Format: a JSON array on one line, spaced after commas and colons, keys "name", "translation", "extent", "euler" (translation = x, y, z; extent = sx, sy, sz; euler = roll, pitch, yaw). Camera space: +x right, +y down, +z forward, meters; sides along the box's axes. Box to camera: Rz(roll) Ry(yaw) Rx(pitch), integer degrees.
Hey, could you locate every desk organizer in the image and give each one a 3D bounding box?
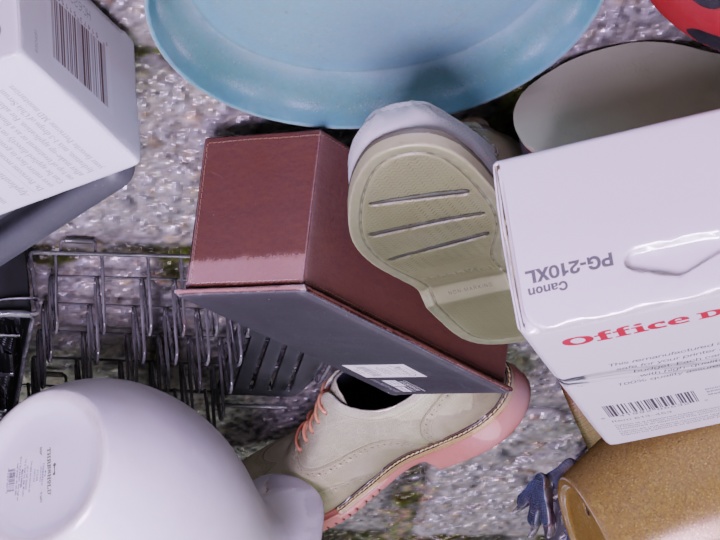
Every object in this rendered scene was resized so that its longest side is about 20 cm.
[{"name": "desk organizer", "translation": [0.000, 0.000, 1.303], "extent": [0.072, 0.077, 0.200], "euler": [-2, 163, 31]}]

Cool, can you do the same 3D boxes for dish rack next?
[{"name": "dish rack", "translation": [-0.106, 0.043, 1.380], "extent": [0.199, 0.055, 0.154], "euler": [1, 148, -13]}]

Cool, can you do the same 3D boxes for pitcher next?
[{"name": "pitcher", "translation": [-0.099, 0.152, 1.346], "extent": [0.121, 0.172, 0.200], "euler": [-20, 148, 25]}]

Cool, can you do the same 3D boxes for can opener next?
[{"name": "can opener", "translation": [-0.188, -0.004, 1.276], "extent": [0.200, 0.067, 0.053], "euler": [-29, 142, 33]}]

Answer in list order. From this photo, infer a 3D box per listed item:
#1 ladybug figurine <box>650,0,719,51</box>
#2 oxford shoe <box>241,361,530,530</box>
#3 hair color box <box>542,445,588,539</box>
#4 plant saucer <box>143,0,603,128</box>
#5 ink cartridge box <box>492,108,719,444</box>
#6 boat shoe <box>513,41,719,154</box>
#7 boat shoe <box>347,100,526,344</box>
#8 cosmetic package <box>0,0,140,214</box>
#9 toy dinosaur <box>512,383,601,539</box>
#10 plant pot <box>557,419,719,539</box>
[{"name": "ladybug figurine", "translation": [0.174, -0.152, 1.102], "extent": [0.135, 0.072, 0.200], "euler": [-2, 148, -8]}, {"name": "oxford shoe", "translation": [-0.009, 0.083, 1.462], "extent": [0.200, 0.071, 0.074], "euler": [-29, 128, 21]}, {"name": "hair color box", "translation": [0.219, 0.146, 1.595], "extent": [0.199, 0.065, 0.109], "euler": [6, 147, -16]}, {"name": "plant saucer", "translation": [0.007, -0.129, 1.152], "extent": [0.200, 0.027, 0.200], "euler": [-5, 149, -3]}, {"name": "ink cartridge box", "translation": [0.153, 0.004, 1.204], "extent": [0.144, 0.085, 0.200], "euler": [-13, 160, 12]}, {"name": "boat shoe", "translation": [0.169, -0.067, 1.244], "extent": [0.199, 0.071, 0.063], "euler": [-9, 151, -5]}, {"name": "boat shoe", "translation": [0.040, -0.034, 1.240], "extent": [0.075, 0.069, 0.200], "euler": [-8, 154, 13]}, {"name": "cosmetic package", "translation": [-0.206, -0.065, 1.172], "extent": [0.200, 0.071, 0.101], "euler": [-19, 146, 19]}, {"name": "toy dinosaur", "translation": [0.186, 0.140, 1.474], "extent": [0.181, 0.105, 0.201], "euler": [-1, 105, -29]}, {"name": "plant pot", "translation": [0.208, 0.109, 1.344], "extent": [0.200, 0.187, 0.187], "euler": [-23, 149, -9]}]
